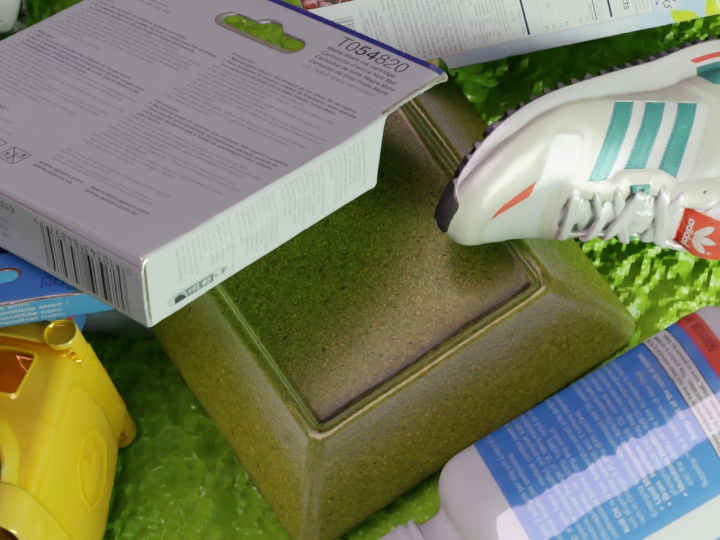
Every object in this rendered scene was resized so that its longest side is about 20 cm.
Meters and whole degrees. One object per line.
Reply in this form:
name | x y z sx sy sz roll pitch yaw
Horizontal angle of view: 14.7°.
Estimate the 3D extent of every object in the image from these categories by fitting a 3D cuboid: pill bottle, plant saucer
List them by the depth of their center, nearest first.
pill bottle | 0.105 0.111 1.272 0.200 0.112 0.112 -30 62 -2
plant saucer | 0.000 0.000 1.363 0.200 0.048 0.200 -33 70 -8

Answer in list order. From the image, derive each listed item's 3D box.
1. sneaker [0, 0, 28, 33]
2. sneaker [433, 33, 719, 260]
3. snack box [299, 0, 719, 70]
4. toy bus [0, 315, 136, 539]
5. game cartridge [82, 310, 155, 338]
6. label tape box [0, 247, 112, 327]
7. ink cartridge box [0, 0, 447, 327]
sneaker | -0.227 -0.145 1.501 0.200 0.089 0.074 -30 33 26
sneaker | 0.133 -0.043 1.330 0.199 0.070 0.094 -22 64 -31
snack box | 0.073 -0.176 1.403 0.199 0.068 0.169 -12 36 10
toy bus | -0.211 0.070 1.364 0.199 0.136 0.193 5 61 19
game cartridge | -0.141 -0.037 1.448 0.199 0.041 0.134 14 74 20
label tape box | -0.180 -0.015 1.325 0.144 0.063 0.200 -9 36 0
ink cartridge box | -0.095 -0.066 1.292 0.199 0.041 0.200 26 45 36
